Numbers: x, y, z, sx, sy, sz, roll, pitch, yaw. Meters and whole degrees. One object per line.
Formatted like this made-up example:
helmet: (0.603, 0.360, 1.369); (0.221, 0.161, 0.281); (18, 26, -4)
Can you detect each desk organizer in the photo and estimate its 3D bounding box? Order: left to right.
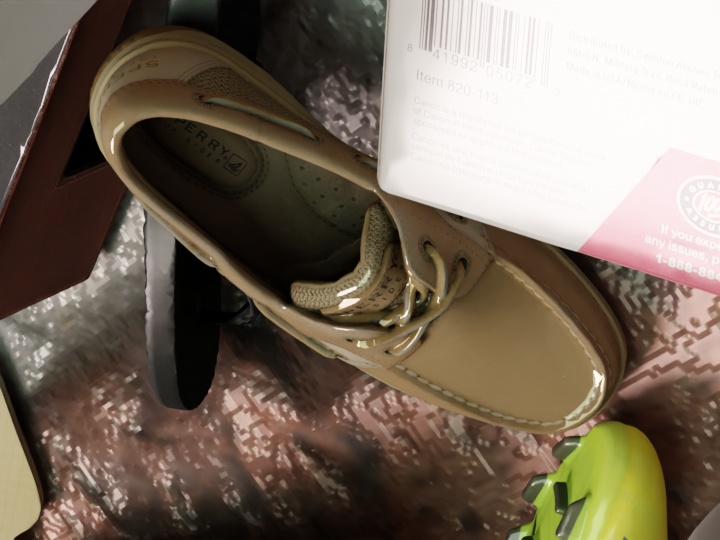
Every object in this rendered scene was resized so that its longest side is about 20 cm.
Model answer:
desk organizer: (-0.109, -0.074, 0.931); (0.072, 0.077, 0.200); (42, 130, 19)

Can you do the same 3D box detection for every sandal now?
sandal: (-0.041, -0.035, 0.920); (0.048, 0.075, 0.201); (11, 121, 8)

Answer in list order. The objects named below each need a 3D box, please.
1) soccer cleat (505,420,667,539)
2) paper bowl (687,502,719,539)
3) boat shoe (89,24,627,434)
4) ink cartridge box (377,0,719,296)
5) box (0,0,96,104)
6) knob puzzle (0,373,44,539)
soccer cleat: (0.085, 0.139, 0.944); (0.083, 0.065, 0.201); (8, 118, -3)
paper bowl: (0.166, 0.094, 0.767); (0.200, 0.201, 0.105); (-27, 97, 39)
boat shoe: (0.000, 0.000, 0.871); (0.199, 0.065, 0.071); (30, 107, -16)
ink cartridge box: (0.090, -0.105, 0.788); (0.146, 0.083, 0.201); (19, 123, 24)
box: (-0.143, -0.164, 0.790); (0.199, 0.152, 0.107); (27, 143, 18)
knob puzzle: (-0.219, 0.069, 1.077); (0.218, 0.030, 0.221); (0, 107, 0)
